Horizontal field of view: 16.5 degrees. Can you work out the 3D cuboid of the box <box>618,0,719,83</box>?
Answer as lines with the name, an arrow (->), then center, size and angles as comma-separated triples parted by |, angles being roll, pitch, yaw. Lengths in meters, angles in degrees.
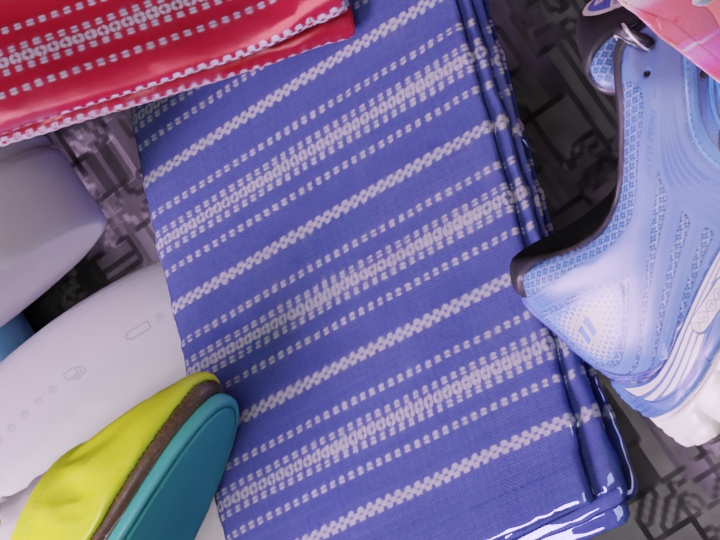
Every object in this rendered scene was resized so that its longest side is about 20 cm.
box -> 0.087, -0.132, 0.549 | 0.103, 0.095, 0.200 | -38, 46, 21

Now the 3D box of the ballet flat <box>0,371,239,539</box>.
ballet flat -> -0.102, 0.113, 0.729 | 0.067, 0.067, 0.200 | 24, 97, 19

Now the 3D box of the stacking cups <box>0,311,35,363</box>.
stacking cups -> -0.127, 0.033, 0.854 | 0.060, 0.061, 0.200 | -34, 92, 14

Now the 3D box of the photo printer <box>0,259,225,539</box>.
photo printer -> -0.045, 0.101, 0.800 | 0.166, 0.069, 0.200 | -40, 95, -7

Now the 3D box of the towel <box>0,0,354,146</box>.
towel -> -0.097, -0.140, 0.721 | 0.144, 0.022, 0.200 | -18, 79, -5

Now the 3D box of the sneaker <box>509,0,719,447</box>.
sneaker -> 0.101, -0.058, 0.609 | 0.089, 0.079, 0.200 | 31, 103, 5

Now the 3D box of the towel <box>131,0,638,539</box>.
towel -> 0.000, 0.000, 0.722 | 0.145, 0.024, 0.200 | -29, 66, 37

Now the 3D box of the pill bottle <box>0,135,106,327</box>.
pill bottle -> -0.175, -0.066, 0.766 | 0.114, 0.114, 0.200 | -39, 87, 14
